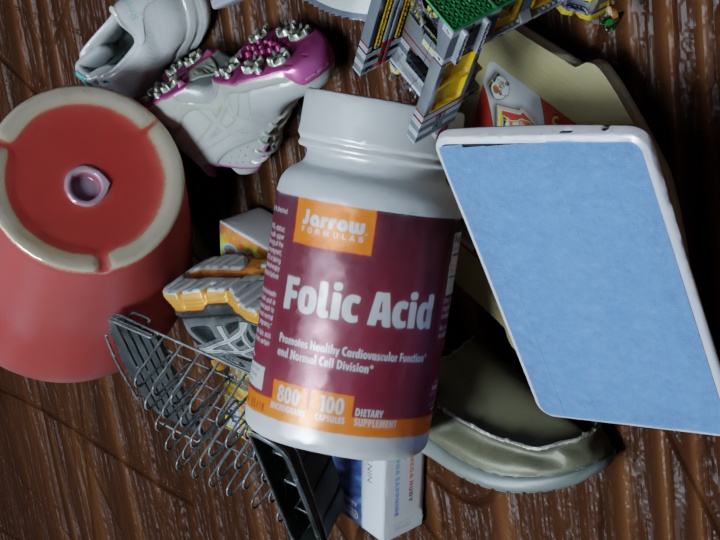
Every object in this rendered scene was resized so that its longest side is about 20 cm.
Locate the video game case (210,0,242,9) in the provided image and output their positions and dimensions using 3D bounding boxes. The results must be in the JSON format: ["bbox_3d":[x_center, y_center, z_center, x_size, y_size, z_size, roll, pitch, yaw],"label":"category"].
[{"bbox_3d":[-0.077,-0.271,0.927,0.142,0.017,0.203,-7,98,57],"label":"video game case"}]

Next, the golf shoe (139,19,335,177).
[{"bbox_3d":[-0.074,-0.117,1.089,0.199,0.075,0.092,-5,125,52],"label":"golf shoe"}]

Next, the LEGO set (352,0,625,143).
[{"bbox_3d":[0.039,-0.167,0.830,0.200,0.153,0.116,45,153,14],"label":"LEGO set"}]

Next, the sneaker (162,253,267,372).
[{"bbox_3d":[-0.058,0.034,1.060,0.199,0.078,0.078,5,122,55],"label":"sneaker"}]

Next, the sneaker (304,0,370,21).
[{"bbox_3d":[-0.032,-0.219,0.980,0.199,0.070,0.083,26,118,38],"label":"sneaker"}]

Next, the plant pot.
[{"bbox_3d":[-0.210,-0.034,1.144,0.202,0.199,0.177,62,158,11],"label":"plant pot"}]

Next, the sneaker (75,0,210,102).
[{"bbox_3d":[-0.181,-0.151,1.185,0.076,0.088,0.201,53,147,20],"label":"sneaker"}]

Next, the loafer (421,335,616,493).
[{"bbox_3d":[0.066,0.081,0.961,0.198,0.075,0.071,14,113,31],"label":"loafer"}]

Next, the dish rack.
[{"bbox_3d":[-0.104,0.110,1.097,0.198,0.055,0.154,23,148,27],"label":"dish rack"}]

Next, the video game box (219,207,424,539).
[{"bbox_3d":[-0.030,0.073,1.131,0.199,0.046,0.184,29,126,43],"label":"video game box"}]

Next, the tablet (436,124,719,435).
[{"bbox_3d":[0.124,0.008,0.832,0.129,0.014,0.201,4,131,38],"label":"tablet"}]

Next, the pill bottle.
[{"bbox_3d":[0.000,0.000,0.906,0.114,0.113,0.203,16,100,49],"label":"pill bottle"}]

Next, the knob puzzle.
[{"bbox_3d":[0.121,-0.033,0.887,0.219,0.030,0.222,27,126,44],"label":"knob puzzle"}]
